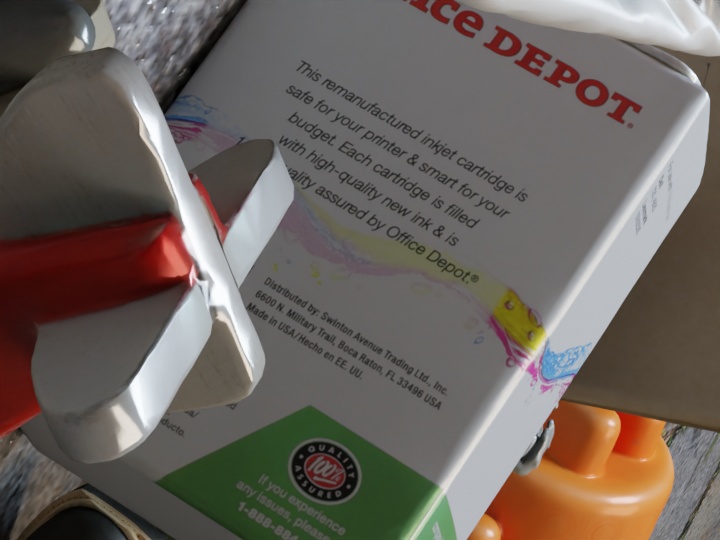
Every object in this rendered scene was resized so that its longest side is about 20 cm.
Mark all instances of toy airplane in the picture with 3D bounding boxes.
[{"bbox_3d":[-0.115,0.003,0.556,0.199,0.141,0.200,-43,-166,-9],"label":"toy airplane"}]

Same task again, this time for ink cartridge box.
[{"bbox_3d":[0.000,0.000,0.870,0.200,0.145,0.084,-55,164,-14],"label":"ink cartridge box"}]

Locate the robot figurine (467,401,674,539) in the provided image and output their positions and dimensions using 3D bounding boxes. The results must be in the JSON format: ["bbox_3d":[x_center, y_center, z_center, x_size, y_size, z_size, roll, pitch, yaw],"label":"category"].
[{"bbox_3d":[0.089,0.133,1.412,0.144,0.116,0.200,-72,-179,-59],"label":"robot figurine"}]

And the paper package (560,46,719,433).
[{"bbox_3d":[0.130,-0.042,0.999,0.103,0.190,0.200,21,79,-77],"label":"paper package"}]

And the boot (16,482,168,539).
[{"bbox_3d":[-0.143,0.171,0.891,0.138,0.077,0.200,-12,130,-61],"label":"boot"}]

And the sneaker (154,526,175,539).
[{"bbox_3d":[-0.035,0.062,0.997,0.200,0.076,0.077,-58,168,-6],"label":"sneaker"}]

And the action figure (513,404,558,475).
[{"bbox_3d":[0.038,0.044,1.136,0.200,0.102,0.119,-59,175,-4],"label":"action figure"}]

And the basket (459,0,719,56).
[{"bbox_3d":[0.024,-0.171,0.549,0.200,0.161,0.198,7,115,-56],"label":"basket"}]
